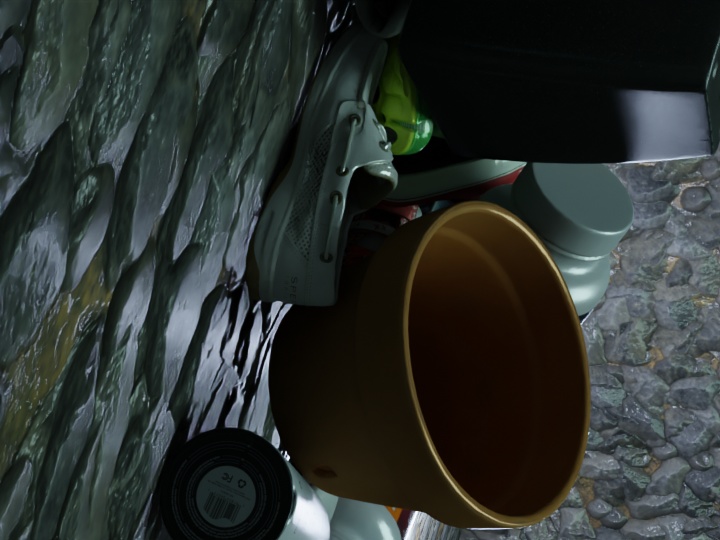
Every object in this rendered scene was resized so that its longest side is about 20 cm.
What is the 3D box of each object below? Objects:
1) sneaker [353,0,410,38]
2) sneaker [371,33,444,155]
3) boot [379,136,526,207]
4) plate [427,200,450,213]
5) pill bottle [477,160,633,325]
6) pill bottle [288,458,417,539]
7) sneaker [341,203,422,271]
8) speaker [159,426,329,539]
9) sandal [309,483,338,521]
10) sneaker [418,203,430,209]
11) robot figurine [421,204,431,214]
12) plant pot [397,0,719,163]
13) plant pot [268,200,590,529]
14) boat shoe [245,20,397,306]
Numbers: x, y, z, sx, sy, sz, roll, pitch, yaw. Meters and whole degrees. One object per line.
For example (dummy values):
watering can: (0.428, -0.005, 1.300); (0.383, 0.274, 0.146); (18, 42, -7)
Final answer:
sneaker: (0.029, -0.196, 1.080); (0.100, 0.077, 0.200); (-68, 163, 6)
sneaker: (0.047, -0.127, 1.165); (0.200, 0.083, 0.075); (-77, -178, -70)
boot: (0.092, -0.043, 1.255); (0.199, 0.072, 0.145); (-16, 127, -29)
plate: (0.086, -0.012, 1.349); (0.200, 0.025, 0.202); (-32, 130, -47)
pill bottle: (0.107, 0.010, 1.190); (0.201, 0.110, 0.111); (-57, -177, 39)
pill bottle: (-0.009, 0.179, 1.335); (0.201, 0.112, 0.114); (-64, 167, -49)
sneaker: (-0.001, 0.000, 1.229); (0.201, 0.067, 0.109); (-48, 152, -77)
speaker: (-0.066, 0.152, 1.047); (0.200, 0.080, 0.082); (70, 37, -75)
sandal: (-0.083, 0.224, 1.180); (0.204, 0.050, 0.082); (-59, 166, -5)
sneaker: (0.055, -0.146, 1.326); (0.072, 0.071, 0.202); (39, 67, -61)
robot figurine: (0.059, 0.020, 1.458); (0.125, 0.149, 0.202); (-8, -117, 67)
plant pot: (0.151, -0.171, 1.042); (0.200, 0.176, 0.202); (47, 61, -70)
plant pot: (0.035, 0.067, 1.070); (0.199, 0.139, 0.202); (19, 66, -48)
boat shoe: (-0.009, -0.063, 1.050); (0.071, 0.069, 0.201); (80, 26, -63)
